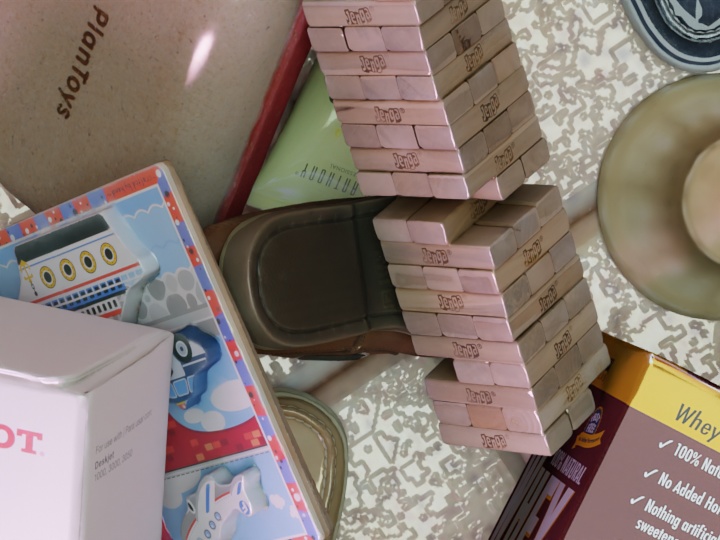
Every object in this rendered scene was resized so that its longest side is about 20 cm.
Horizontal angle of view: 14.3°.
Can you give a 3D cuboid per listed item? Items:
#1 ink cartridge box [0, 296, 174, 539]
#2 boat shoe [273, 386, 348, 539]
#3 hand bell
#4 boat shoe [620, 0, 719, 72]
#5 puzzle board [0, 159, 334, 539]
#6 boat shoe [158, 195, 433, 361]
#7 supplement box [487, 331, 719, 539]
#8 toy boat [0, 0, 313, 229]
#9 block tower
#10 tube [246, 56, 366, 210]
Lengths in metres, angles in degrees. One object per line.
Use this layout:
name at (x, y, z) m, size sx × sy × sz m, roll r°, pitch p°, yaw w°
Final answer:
ink cartridge box at (-0.152, 0.111, 1.063) m, size 0.144 × 0.085 × 0.201 m, roll 11°, pitch 109°, yaw 19°
boat shoe at (-0.059, 0.145, 1.168) m, size 0.073 × 0.069 × 0.201 m, roll 24°, pitch 91°, yaw -6°
hand bell at (0.160, -0.025, 1.112) m, size 0.104 × 0.200 × 0.105 m, roll 0°, pitch 94°, yaw -5°
boat shoe at (0.137, -0.181, 1.156) m, size 0.070 × 0.091 × 0.201 m, roll -3°, pitch 93°, yaw -4°
puzzle board at (-0.106, 0.052, 1.111) m, size 0.017 × 0.200 × 0.151 m, roll -28°, pitch 96°, yaw -42°
boat shoe at (0.000, 0.000, 1.138) m, size 0.200 × 0.068 × 0.072 m, roll 5°, pitch 82°, yaw -48°
supplement box at (0.144, 0.159, 1.154) m, size 0.197 × 0.133 × 0.201 m, roll 27°, pitch 91°, yaw -5°
toy boat at (-0.063, -0.102, 1.134) m, size 0.130 × 0.131 × 0.200 m, roll 40°, pitch 126°, yaw 21°
block tower at (0.038, -0.030, 1.083) m, size 0.054 × 0.058 × 0.201 m, roll -41°, pitch 124°, yaw -43°
tube at (0.024, -0.108, 1.173) m, size 0.058 × 0.052 × 0.201 m, roll 23°, pitch 95°, yaw 29°
